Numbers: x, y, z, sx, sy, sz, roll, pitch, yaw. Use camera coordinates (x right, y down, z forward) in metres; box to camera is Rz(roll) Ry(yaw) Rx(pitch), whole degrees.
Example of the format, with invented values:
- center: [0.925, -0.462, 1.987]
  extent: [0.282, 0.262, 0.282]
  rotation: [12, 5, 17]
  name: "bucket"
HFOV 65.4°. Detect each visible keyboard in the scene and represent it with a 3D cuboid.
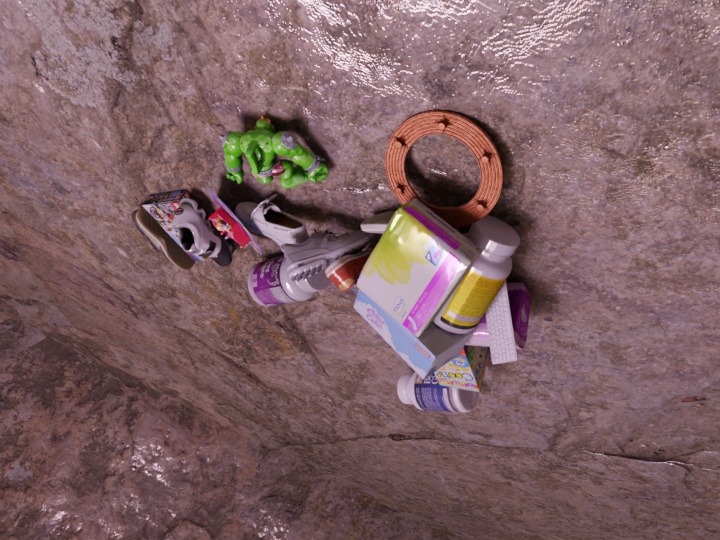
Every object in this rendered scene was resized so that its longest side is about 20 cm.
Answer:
- center: [0.251, 0.067, 1.030]
  extent: [0.011, 0.203, 0.056]
  rotation: [4, 163, -32]
  name: "keyboard"

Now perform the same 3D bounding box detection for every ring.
- center: [0.128, -0.154, 0.895]
  extent: [0.198, 0.019, 0.202]
  rotation: [17, 132, 20]
  name: "ring"

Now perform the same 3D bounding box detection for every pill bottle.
- center: [0.197, 0.309, 1.462]
  extent: [0.198, 0.112, 0.111]
  rotation: [-10, 134, 41]
  name: "pill bottle"
- center: [-0.162, 0.018, 1.291]
  extent: [0.198, 0.113, 0.112]
  rotation: [-12, 132, 43]
  name: "pill bottle"
- center: [0.198, 0.007, 0.999]
  extent: [0.111, 0.113, 0.201]
  rotation: [24, 126, 0]
  name: "pill bottle"

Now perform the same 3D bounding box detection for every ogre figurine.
- center: [-0.164, -0.202, 1.000]
  extent: [0.198, 0.099, 0.120]
  rotation: [24, 161, 23]
  name: "ogre figurine"

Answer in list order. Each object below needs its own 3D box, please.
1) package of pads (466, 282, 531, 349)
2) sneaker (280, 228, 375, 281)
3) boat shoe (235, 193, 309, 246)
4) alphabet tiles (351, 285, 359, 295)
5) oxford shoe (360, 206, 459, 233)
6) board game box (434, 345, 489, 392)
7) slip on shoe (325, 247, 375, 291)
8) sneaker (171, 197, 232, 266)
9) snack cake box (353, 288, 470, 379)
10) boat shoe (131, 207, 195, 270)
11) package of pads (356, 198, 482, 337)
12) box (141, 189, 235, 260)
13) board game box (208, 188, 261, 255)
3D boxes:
- center: [0.231, 0.088, 1.115]
  extent: [0.198, 0.122, 0.076]
  rotation: [0, 153, 34]
  name: "package of pads"
- center: [-0.060, -0.053, 1.086]
  extent: [0.083, 0.198, 0.075]
  rotation: [62, 152, 11]
  name: "sneaker"
- center: [-0.185, -0.113, 1.140]
  extent: [0.201, 0.074, 0.087]
  rotation: [32, 139, 31]
  name: "boat shoe"
- center: [0.060, 0.107, 1.262]
  extent: [0.201, 0.008, 0.167]
  rotation: [52, 165, -10]
  name: "alphabet tiles"
- center: [0.090, -0.077, 1.022]
  extent: [0.198, 0.075, 0.058]
  rotation: [0, 120, 27]
  name: "oxford shoe"
- center: [0.214, 0.172, 1.265]
  extent: [0.104, 0.104, 0.201]
  rotation: [4, 142, 30]
  name: "board game box"
- center: [0.000, 0.000, 1.103]
  extent: [0.074, 0.200, 0.061]
  rotation: [-40, 82, 25]
  name: "slip on shoe"
- center: [-0.366, -0.061, 1.274]
  extent: [0.073, 0.089, 0.201]
  rotation: [-1, 140, 26]
  name: "sneaker"
- center: [0.095, 0.095, 1.064]
  extent: [0.200, 0.114, 0.068]
  rotation: [44, 135, 26]
  name: "snack cake box"
- center: [-0.498, -0.083, 1.421]
  extent: [0.065, 0.072, 0.202]
  rotation: [8, 145, 41]
  name: "boat shoe"
- center: [0.090, -0.004, 0.952]
  extent: [0.154, 0.068, 0.201]
  rotation: [39, 131, 13]
  name: "package of pads"
- center: [-0.412, -0.104, 1.354]
  extent: [0.135, 0.038, 0.201]
  rotation: [-1, 139, 34]
  name: "box"
- center: [-0.279, -0.087, 1.199]
  extent: [0.158, 0.039, 0.200]
  rotation: [48, 169, 0]
  name: "board game box"
